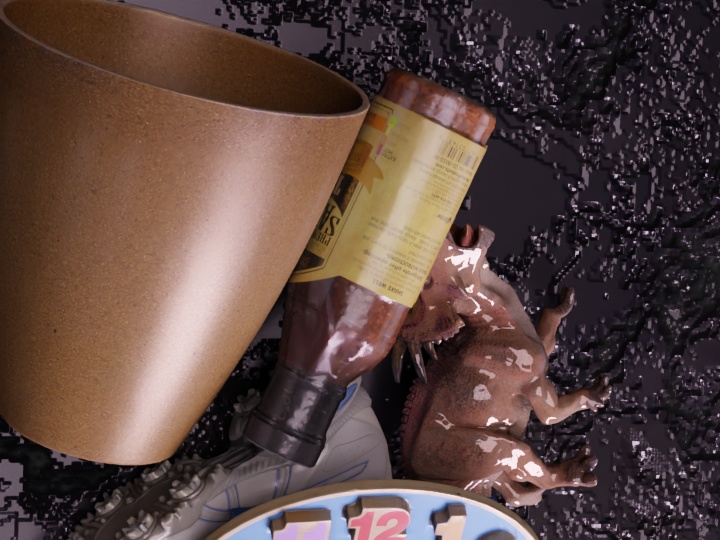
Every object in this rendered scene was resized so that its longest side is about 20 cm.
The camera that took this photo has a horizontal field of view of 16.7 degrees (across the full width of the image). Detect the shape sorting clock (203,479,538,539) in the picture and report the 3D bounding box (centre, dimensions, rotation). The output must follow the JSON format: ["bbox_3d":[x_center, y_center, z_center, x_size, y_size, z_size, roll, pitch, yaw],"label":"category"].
[{"bbox_3d":[-0.001,0.173,1.266,0.199,0.039,0.200,-5,134,-6],"label":"shape sorting clock"}]

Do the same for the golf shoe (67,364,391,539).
[{"bbox_3d":[-0.067,0.133,1.280,0.200,0.078,0.097,-35,111,-12],"label":"golf shoe"}]

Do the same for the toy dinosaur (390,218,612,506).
[{"bbox_3d":[0.054,0.068,1.310,0.135,0.086,0.201,7,97,-20],"label":"toy dinosaur"}]

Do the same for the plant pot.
[{"bbox_3d":[-0.109,-0.013,1.206,0.186,0.186,0.201,10,105,-20],"label":"plant pot"}]

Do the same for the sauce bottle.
[{"bbox_3d":[0.000,0.000,1.222,0.066,0.066,0.200,25,90,-19],"label":"sauce bottle"}]
